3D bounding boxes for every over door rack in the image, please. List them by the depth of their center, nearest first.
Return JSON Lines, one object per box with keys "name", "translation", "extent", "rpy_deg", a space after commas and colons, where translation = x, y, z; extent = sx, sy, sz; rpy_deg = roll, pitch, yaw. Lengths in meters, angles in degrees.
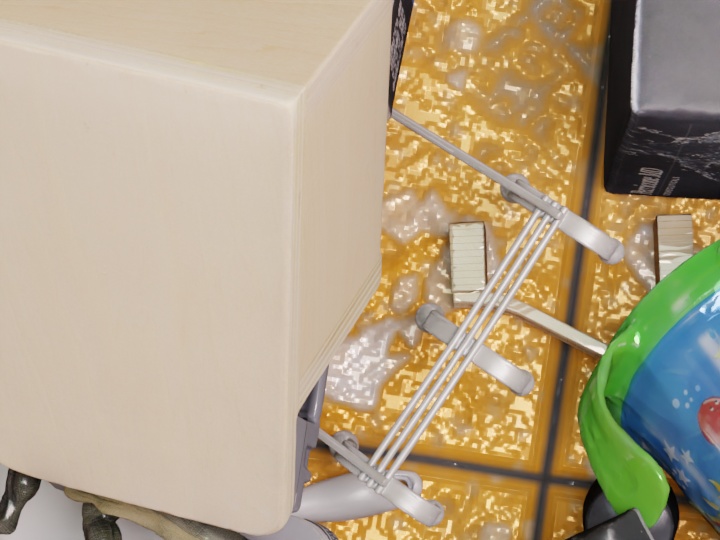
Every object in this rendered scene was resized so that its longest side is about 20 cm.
{"name": "over door rack", "translation": [0.000, 0.000, 1.158], "extent": [0.200, 0.067, 0.148], "rpy_deg": [34, 90, 28]}

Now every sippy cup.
{"name": "sippy cup", "translation": [0.185, 0.067, 1.098], "extent": [0.177, 0.140, 0.131], "rpy_deg": [-30, 56, -2]}

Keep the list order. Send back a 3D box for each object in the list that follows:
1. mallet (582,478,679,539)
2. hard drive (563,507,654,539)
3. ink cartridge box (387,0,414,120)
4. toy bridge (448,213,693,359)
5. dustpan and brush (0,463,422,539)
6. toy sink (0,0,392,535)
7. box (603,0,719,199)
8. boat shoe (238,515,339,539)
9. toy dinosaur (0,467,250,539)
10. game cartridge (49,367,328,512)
{"name": "mallet", "translation": [0.154, 0.172, 1.140], "extent": [0.041, 0.066, 0.200], "rpy_deg": [-30, 82, 8]}
{"name": "hard drive", "translation": [0.098, 0.209, 1.067], "extent": [0.139, 0.033, 0.200], "rpy_deg": [-30, 87, 37]}
{"name": "ink cartridge box", "translation": [-0.072, -0.138, 1.151], "extent": [0.199, 0.047, 0.198], "rpy_deg": [-2, 48, 16]}
{"name": "toy bridge", "translation": [0.139, 0.009, 1.184], "extent": [0.199, 0.027, 0.067], "rpy_deg": [-1, 82, 2]}
{"name": "dustpan and brush", "translation": [-0.073, 0.110, 1.170], "extent": [0.199, 0.057, 0.140], "rpy_deg": [-13, 75, 7]}
{"name": "toy sink", "translation": [-0.066, -0.019, 1.034], "extent": [0.130, 0.112, 0.201], "rpy_deg": [13, 126, 16]}
{"name": "box", "translation": [0.206, -0.096, 1.112], "extent": [0.199, 0.197, 0.118], "rpy_deg": [4, 83, 3]}
{"name": "boat shoe", "translation": [-0.085, 0.175, 1.105], "extent": [0.200, 0.057, 0.069], "rpy_deg": [-32, 51, 2]}
{"name": "toy dinosaur", "translation": [-0.113, 0.089, 1.085], "extent": [0.200, 0.047, 0.088], "rpy_deg": [40, 89, 24]}
{"name": "game cartridge", "translation": [-0.072, -0.002, 1.135], "extent": [0.133, 0.042, 0.201], "rpy_deg": [3, 77, 21]}
